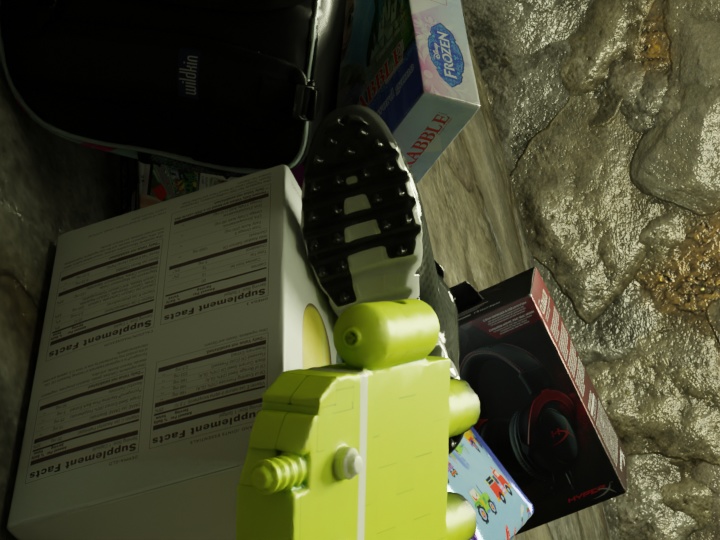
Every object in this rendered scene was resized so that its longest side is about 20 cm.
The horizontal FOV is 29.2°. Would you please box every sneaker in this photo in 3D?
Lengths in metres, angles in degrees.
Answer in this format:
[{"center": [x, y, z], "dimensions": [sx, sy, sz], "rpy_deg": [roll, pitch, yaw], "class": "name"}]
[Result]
[{"center": [0.014, 0.002, 0.776], "dimensions": [0.091, 0.066, 0.202], "rpy_deg": [-74, 149, -72], "class": "sneaker"}]

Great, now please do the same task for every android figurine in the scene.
[{"center": [0.003, 0.106, 0.654], "dimensions": [0.199, 0.041, 0.185], "rpy_deg": [1, 92, -62], "class": "android figurine"}]

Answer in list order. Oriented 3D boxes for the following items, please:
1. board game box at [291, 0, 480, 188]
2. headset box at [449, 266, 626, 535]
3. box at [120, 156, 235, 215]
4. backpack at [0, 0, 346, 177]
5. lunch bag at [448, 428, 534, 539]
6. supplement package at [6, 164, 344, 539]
[{"center": [-0.004, -0.122, 0.880], "dimensions": [0.041, 0.200, 0.201], "rpy_deg": [12, 50, -25], "class": "board game box"}, {"center": [0.106, 0.104, 1.106], "dimensions": [0.202, 0.147, 0.075], "rpy_deg": [63, 17, -11], "class": "headset box"}, {"center": [-0.110, -0.100, 0.957], "dimensions": [0.109, 0.035, 0.202], "rpy_deg": [13, 51, -26], "class": "box"}, {"center": [-0.107, -0.154, 0.810], "dimensions": [0.151, 0.197, 0.180], "rpy_deg": [-61, 157, -74], "class": "backpack"}, {"center": [0.028, 0.121, 0.995], "dimensions": [0.202, 0.093, 0.150], "rpy_deg": [63, 20, 3], "class": "lunch bag"}, {"center": [-0.079, 0.080, 0.760], "dimensions": [0.201, 0.149, 0.152], "rpy_deg": [-92, 161, -44], "class": "supplement package"}]
